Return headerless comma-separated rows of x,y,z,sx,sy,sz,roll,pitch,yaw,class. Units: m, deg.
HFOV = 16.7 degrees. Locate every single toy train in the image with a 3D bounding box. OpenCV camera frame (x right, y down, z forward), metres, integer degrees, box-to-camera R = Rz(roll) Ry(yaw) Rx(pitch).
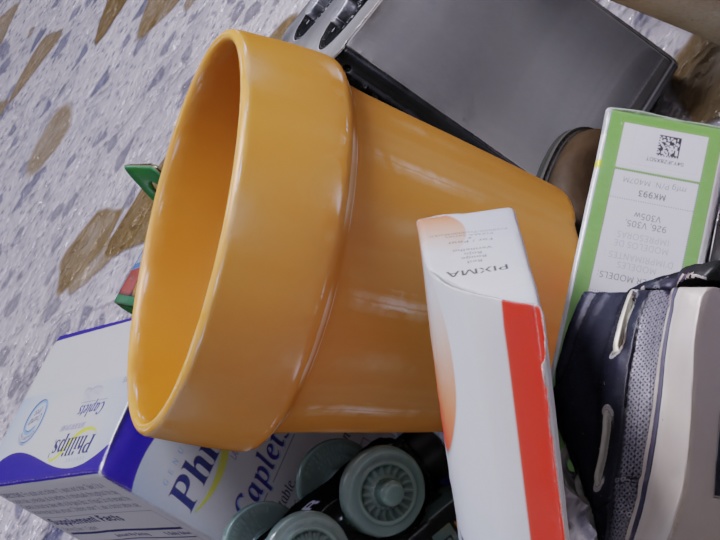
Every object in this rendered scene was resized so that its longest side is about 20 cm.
-0.019,0.166,1.222,0.200,0.114,0.085,-39,14,-20,toy train

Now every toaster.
0.070,-0.115,1.392,0.119,0.200,0.181,-56,14,2,toaster

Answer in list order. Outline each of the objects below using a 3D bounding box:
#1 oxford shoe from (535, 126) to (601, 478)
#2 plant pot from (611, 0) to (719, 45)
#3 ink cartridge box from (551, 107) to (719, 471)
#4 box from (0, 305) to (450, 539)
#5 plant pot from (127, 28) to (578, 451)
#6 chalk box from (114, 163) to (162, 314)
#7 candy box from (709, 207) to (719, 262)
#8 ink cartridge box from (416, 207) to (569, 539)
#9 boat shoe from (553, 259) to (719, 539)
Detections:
0.133,0.004,1.244,0.084,0.073,0.200,-35,43,41,oxford shoe
0.176,-0.198,1.234,0.200,0.183,0.201,-43,32,35,plant pot
0.121,0.038,1.123,0.104,0.059,0.200,73,-152,-71,ink cartridge box
-0.077,0.118,1.368,0.184,0.200,0.105,-14,48,61,box
0.000,0.000,1.202,0.200,0.183,0.200,-167,90,-75,plant pot
-0.059,-0.002,1.485,0.124,0.200,0.125,-62,21,-8,chalk box
0.234,-0.017,1.035,0.200,0.072,0.168,-34,33,48,candy box
0.057,0.080,1.004,0.200,0.050,0.162,-85,-12,-71,ink cartridge box
0.120,0.096,1.010,0.093,0.075,0.200,-3,72,57,boat shoe
